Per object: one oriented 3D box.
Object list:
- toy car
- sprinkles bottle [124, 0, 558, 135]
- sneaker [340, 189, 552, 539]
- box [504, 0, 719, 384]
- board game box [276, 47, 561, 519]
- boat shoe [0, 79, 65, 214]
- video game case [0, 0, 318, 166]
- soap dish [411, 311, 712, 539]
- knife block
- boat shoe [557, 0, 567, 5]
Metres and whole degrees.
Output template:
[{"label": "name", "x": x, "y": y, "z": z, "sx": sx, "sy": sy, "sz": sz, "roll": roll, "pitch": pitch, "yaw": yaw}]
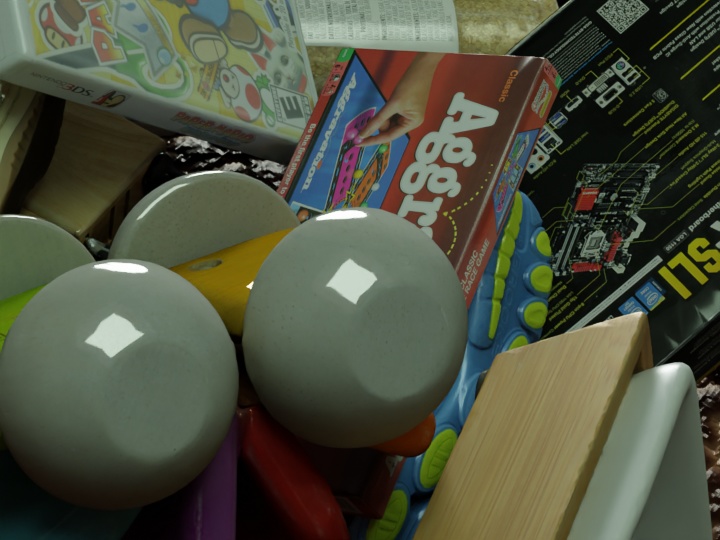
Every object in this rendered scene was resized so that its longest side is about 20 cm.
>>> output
[{"label": "toy car", "x": -0.063, "y": 0.053, "z": 1.028, "sx": 0.200, "sy": 0.150, "sz": 0.175, "roll": -13, "pitch": 15, "yaw": -26}, {"label": "sprinkles bottle", "x": -0.011, "y": -0.095, "z": 1.300, "sx": 0.200, "sy": 0.068, "sz": 0.068, "roll": -1, "pitch": 48, "yaw": -11}, {"label": "sneaker", "x": 0.017, "y": 0.056, "z": 1.160, "sx": 0.083, "sy": 0.071, "sz": 0.200, "roll": -3, "pitch": 60, "yaw": 39}, {"label": "box", "x": 0.120, "y": -0.038, "z": 1.227, "sx": 0.200, "sy": 0.049, "sz": 0.160, "roll": -41, "pitch": 63, "yaw": -4}, {"label": "board game box", "x": 0.000, "y": 0.000, "z": 1.149, "sx": 0.103, "sy": 0.019, "sz": 0.200, "roll": 6, "pitch": 62, "yaw": 35}, {"label": "boat shoe", "x": -0.159, "y": -0.053, "z": 1.150, "sx": 0.065, "sy": 0.072, "sz": 0.200, "roll": 15, "pitch": 52, "yaw": 2}, {"label": "video game case", "x": -0.095, "y": -0.150, "z": 1.192, "sx": 0.182, "sy": 0.023, "sz": 0.200, "roll": 15, "pitch": 55, "yaw": -50}, {"label": "soap dish", "x": 0.065, "y": 0.136, "z": 1.052, "sx": 0.081, "sy": 0.157, "sz": 0.200, "roll": 8, "pitch": 44, "yaw": 20}, {"label": "knife block", "x": -0.120, "y": -0.035, "z": 1.230, "sx": 0.175, "sy": 0.064, "sz": 0.200, "roll": -5, "pitch": 49, "yaw": -16}, {"label": "boat shoe", "x": 0.055, "y": -0.170, "z": 1.320, "sx": 0.200, "sy": 0.069, "sz": 0.084, "roll": 0, "pitch": 79, "yaw": -46}]
